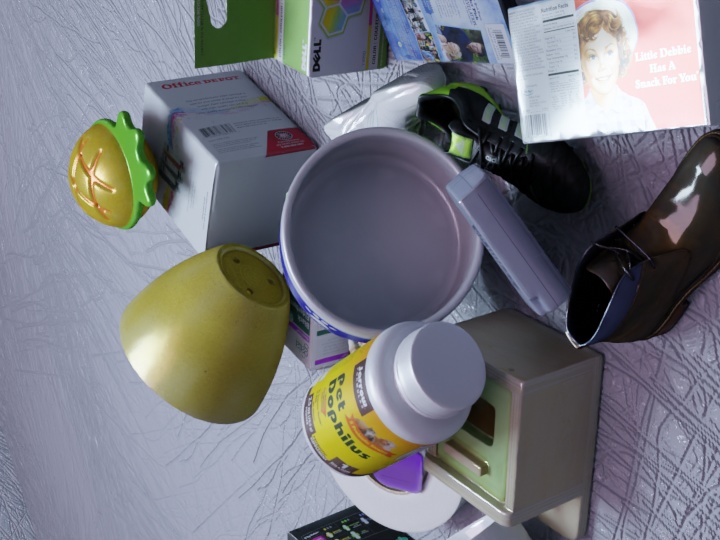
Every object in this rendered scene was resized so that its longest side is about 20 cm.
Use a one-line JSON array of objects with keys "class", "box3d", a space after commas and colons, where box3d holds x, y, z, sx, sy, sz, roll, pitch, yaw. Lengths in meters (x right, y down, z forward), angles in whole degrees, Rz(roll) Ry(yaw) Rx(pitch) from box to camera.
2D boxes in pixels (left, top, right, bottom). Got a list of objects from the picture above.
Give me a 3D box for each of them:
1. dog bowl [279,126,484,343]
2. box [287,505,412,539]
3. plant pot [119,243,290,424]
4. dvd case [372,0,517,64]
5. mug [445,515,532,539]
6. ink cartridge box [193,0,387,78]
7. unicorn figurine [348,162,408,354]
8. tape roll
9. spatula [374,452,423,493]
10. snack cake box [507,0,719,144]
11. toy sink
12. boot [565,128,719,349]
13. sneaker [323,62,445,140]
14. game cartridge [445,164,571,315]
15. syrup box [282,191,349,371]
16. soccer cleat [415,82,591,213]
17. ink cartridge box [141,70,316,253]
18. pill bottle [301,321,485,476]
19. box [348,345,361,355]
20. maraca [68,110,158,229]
[{"class": "dog bowl", "box3d": [0.018, -0.031, 1.074, 0.079, 0.197, 0.204, 126, 125, -78]}, {"class": "box", "box3d": [0.012, 0.402, 1.323, 0.199, 0.123, 0.151, 26, 122, 49]}, {"class": "plant pot", "box3d": [-0.161, 0.055, 1.282, 0.142, 0.198, 0.201, -49, 59, 27]}, {"class": "dvd case", "box3d": [0.071, -0.263, 1.036, 0.199, 0.017, 0.144, 18, 138, 54]}, {"class": "mug", "box3d": [0.147, 0.339, 1.074, 0.177, 0.146, 0.200, 57, 142, 9]}, {"class": "ink cartridge box", "box3d": [-0.068, -0.276, 1.123, 0.075, 0.197, 0.150, 34, 129, 45]}, {"class": "unicorn figurine", "box3d": [0.000, 0.000, 1.168, 0.201, 0.073, 0.140, 124, 137, -53]}, {"class": "tape roll", "box3d": [0.039, 0.192, 1.225, 0.200, 0.037, 0.207, 15, 116, 33]}, {"class": "spatula", "box3d": [0.049, 0.149, 1.161, 0.055, 0.021, 0.204, 11, 112, 11]}, {"class": "snack cake box", "box3d": [0.209, -0.166, 0.863, 0.199, 0.066, 0.117, 4, 103, 56]}, {"class": "toy sink", "box3d": [0.139, 0.160, 1.048, 0.130, 0.110, 0.204, 29, 125, 49]}, {"class": "boot", "box3d": [0.229, -0.015, 0.860, 0.075, 0.096, 0.203, 47, 137, 36]}, {"class": "sneaker", "box3d": [0.037, -0.154, 1.143, 0.081, 0.070, 0.199, 61, 150, -4]}, {"class": "game cartridge", "box3d": [0.124, -0.028, 0.947, 0.134, 0.041, 0.200, 50, -175, 2]}, {"class": "syrup box", "box3d": [-0.041, 0.008, 1.297, 0.079, 0.080, 0.204, 38, 131, 48]}, {"class": "soccer cleat", "box3d": [0.126, -0.108, 0.998, 0.200, 0.080, 0.068, 45, 136, 39]}, {"class": "ink cartridge box", "box3d": [-0.173, -0.137, 1.386, 0.200, 0.143, 0.147, 48, 138, 38]}, {"class": "pill bottle", "box3d": [0.030, 0.116, 1.005, 0.200, 0.108, 0.111, -39, 69, 54]}, {"class": "box", "box3d": [0.032, 0.069, 1.251, 0.110, 0.034, 0.204, 33, 128, 48]}, {"class": "maraca", "box3d": [-0.296, -0.122, 1.348, 0.199, 0.106, 0.139, -15, 96, 58]}]
